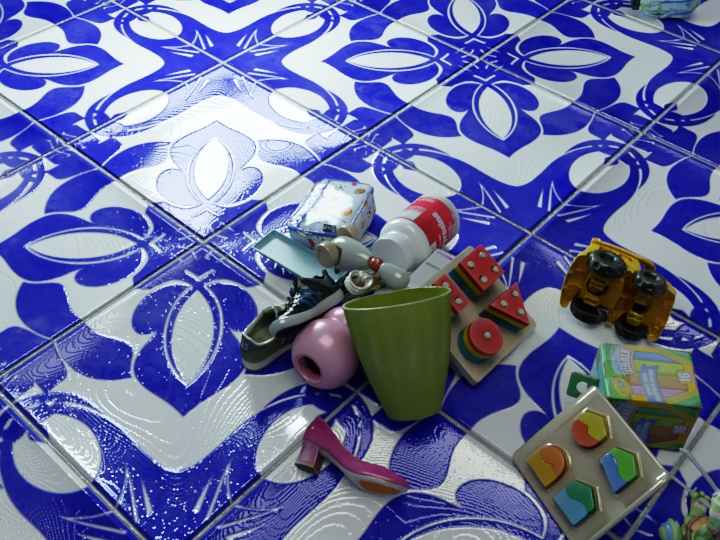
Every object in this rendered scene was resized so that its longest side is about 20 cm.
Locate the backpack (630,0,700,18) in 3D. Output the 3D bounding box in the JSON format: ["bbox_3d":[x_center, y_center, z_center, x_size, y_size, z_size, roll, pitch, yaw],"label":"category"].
[{"bbox_3d":[0.901,-0.818,2.467,0.198,0.155,0.164,-7,38,23],"label":"backpack"}]

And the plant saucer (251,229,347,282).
[{"bbox_3d":[-0.124,-0.018,1.683,0.199,0.019,0.070,30,52,25],"label":"plant saucer"}]

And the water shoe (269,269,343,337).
[{"bbox_3d":[-0.110,0.057,1.499,0.079,0.071,0.200,58,34,3],"label":"water shoe"}]

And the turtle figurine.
[{"bbox_3d":[0.552,0.355,1.269,0.192,0.145,0.201,8,49,1],"label":"turtle figurine"}]

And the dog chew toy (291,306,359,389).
[{"bbox_3d":[-0.033,0.124,1.506,0.124,0.125,0.200,27,42,24],"label":"dog chew toy"}]

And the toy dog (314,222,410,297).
[{"bbox_3d":[0.000,0.000,1.583,0.131,0.097,0.200,-19,46,-21],"label":"toy dog"}]

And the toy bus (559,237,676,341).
[{"bbox_3d":[0.510,0.023,1.625,0.199,0.137,0.192,23,33,18],"label":"toy bus"}]

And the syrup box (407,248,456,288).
[{"bbox_3d":[0.124,0.054,1.603,0.081,0.079,0.200,29,51,25],"label":"syrup box"}]

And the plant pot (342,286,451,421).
[{"bbox_3d":[0.075,0.144,1.418,0.185,0.202,0.187,-9,6,1],"label":"plant pot"}]

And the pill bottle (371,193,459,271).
[{"bbox_3d":[0.109,-0.068,1.681,0.112,0.113,0.200,26,40,22],"label":"pill bottle"}]

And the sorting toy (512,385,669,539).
[{"bbox_3d":[0.353,0.306,1.316,0.185,0.036,0.200,-44,47,11],"label":"sorting toy"}]

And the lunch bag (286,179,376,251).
[{"bbox_3d":[-0.064,-0.113,1.762,0.159,0.076,0.200,11,42,20],"label":"lunch bag"}]

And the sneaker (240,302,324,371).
[{"bbox_3d":[-0.141,0.095,1.536,0.067,0.090,0.200,35,60,30],"label":"sneaker"}]

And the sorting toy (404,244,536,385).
[{"bbox_3d":[0.216,0.068,1.533,0.200,0.070,0.199,-36,83,-35],"label":"sorting toy"}]

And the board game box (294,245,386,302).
[{"bbox_3d":[-0.022,0.011,1.681,0.198,0.024,0.105,-19,46,-18],"label":"board game box"}]

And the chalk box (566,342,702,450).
[{"bbox_3d":[0.455,0.212,1.423,0.198,0.125,0.124,5,44,4],"label":"chalk box"}]

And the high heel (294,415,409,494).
[{"bbox_3d":[-0.005,0.300,1.364,0.198,0.068,0.096,7,54,24],"label":"high heel"}]
